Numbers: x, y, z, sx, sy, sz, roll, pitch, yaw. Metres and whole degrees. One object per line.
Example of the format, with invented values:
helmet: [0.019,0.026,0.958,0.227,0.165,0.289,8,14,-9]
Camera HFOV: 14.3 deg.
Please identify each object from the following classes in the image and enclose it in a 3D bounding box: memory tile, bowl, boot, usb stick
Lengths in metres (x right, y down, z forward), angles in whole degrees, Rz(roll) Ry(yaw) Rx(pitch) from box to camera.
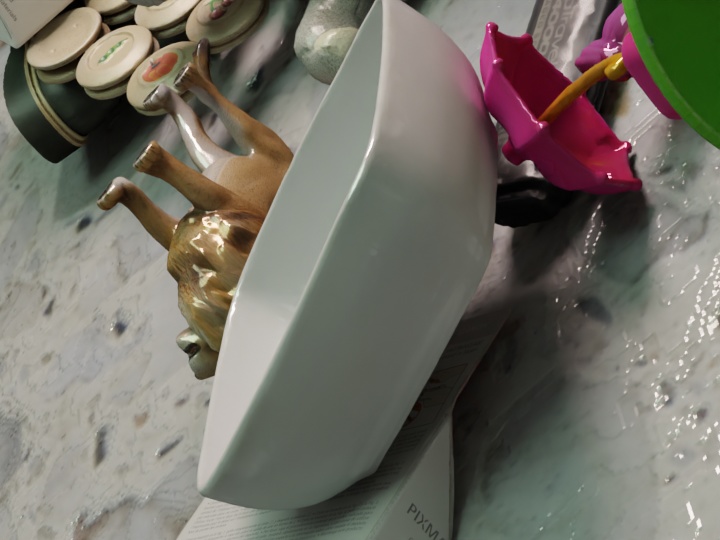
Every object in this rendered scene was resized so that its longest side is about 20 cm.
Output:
memory tile: [-0.090,-0.170,1.626,0.200,0.017,0.153,-48,37,-17]
bowl: [0.000,0.000,1.262,0.200,0.074,0.201,-84,19,-61]
boot: [-0.145,-0.163,1.730,0.138,0.077,0.201,-33,40,16]
usb stick: [0.101,-0.111,1.350,0.055,0.033,0.201,-8,54,43]

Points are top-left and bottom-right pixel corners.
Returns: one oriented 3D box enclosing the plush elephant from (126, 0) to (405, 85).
plush elephant: [-0.027,-0.223,1.504,0.164,0.155,0.200,29,62,16]

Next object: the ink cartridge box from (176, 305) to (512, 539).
ink cartridge box: [-0.014,0.113,1.299,0.161,0.050,0.200,-16,30,48]

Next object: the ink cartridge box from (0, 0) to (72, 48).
ink cartridge box: [-0.174,-0.238,1.700,0.200,0.085,0.146,-41,29,-11]

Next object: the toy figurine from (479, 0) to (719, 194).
toy figurine: [0.133,-0.107,1.230,0.200,0.150,0.184,-47,13,-32]

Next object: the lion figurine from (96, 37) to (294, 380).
lion figurine: [-0.063,-0.034,1.456,0.072,0.122,0.200,-44,16,36]
